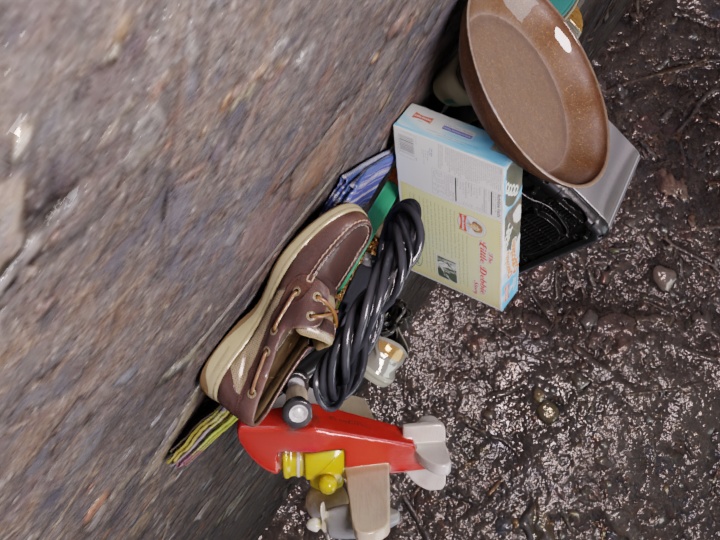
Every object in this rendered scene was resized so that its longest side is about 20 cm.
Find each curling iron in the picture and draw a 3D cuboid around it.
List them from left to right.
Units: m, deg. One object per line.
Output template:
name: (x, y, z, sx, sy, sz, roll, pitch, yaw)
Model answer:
curling iron: (-0.025, 0.084, 1.102, 0.200, 0.026, 0.050, -29, -157, -22)

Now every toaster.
toaster: (0.163, -0.104, 1.043, 0.119, 0.181, 0.200, -59, -166, -26)

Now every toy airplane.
toy airplane: (-0.007, 0.196, 1.034, 0.200, 0.199, 0.142, -5, 120, -54)

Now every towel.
towel: (-0.096, 0.105, 0.973, 0.144, 0.023, 0.200, -44, 179, 32)
towel: (-0.031, -0.016, 0.940, 0.200, 0.024, 0.145, -59, 173, 24)

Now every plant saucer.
plant saucer: (0.144, -0.158, 0.877, 0.037, 0.201, 0.200, -25, -166, 39)

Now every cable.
cable: (0.011, 0.034, 0.895, 0.200, 0.051, 0.163, -64, -176, -31)

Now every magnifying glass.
magnifying glass: (0.021, -0.066, 1.000, 0.200, 0.022, 0.080, -58, 180, -13)

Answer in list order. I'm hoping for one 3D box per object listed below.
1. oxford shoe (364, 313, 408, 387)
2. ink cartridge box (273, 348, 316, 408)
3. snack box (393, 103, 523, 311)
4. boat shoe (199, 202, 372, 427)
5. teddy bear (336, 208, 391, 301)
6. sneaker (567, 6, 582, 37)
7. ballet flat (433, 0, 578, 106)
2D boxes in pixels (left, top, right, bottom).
oxford shoe: (0.016, 0.068, 1.214, 0.058, 0.075, 0.200, -55, -160, 14)
ink cartridge box: (-0.053, 0.134, 1.253, 0.146, 0.085, 0.200, -57, 171, 13)
snack box: (0.094, -0.055, 0.967, 0.037, 0.116, 0.200, -49, 151, -30)
boat shoe: (-0.046, 0.039, 0.833, 0.200, 0.072, 0.072, -51, 151, -5)
teddy bear: (0.000, 0.000, 1.123, 0.200, 0.067, 0.145, -52, 167, 32)
sneaker: (0.176, -0.243, 1.160, 0.200, 0.076, 0.088, -48, -174, -29)
ballet flat: (0.138, -0.224, 0.969, 0.200, 0.069, 0.070, -47, 170, -24)
